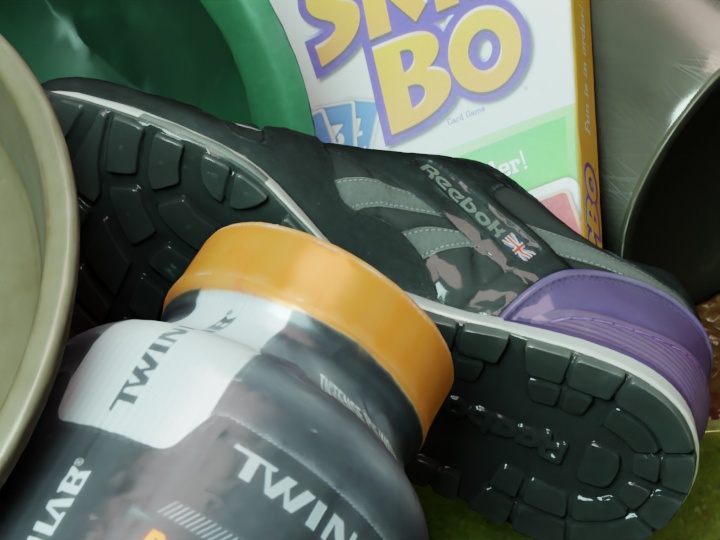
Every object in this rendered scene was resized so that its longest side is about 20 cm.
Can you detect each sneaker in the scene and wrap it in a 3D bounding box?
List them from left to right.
[{"bbox_3d":[0.000,0.000,0.794,0.200,0.076,0.088,28,34,-3],"label":"sneaker"}]

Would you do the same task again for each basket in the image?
[{"bbox_3d":[0.056,-0.090,0.959,0.180,0.136,0.200,-46,60,-7],"label":"basket"}]

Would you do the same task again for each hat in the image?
[{"bbox_3d":[-0.062,-0.093,0.928,0.200,0.166,0.176,26,38,16],"label":"hat"}]

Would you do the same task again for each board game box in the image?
[{"bbox_3d":[0.021,-0.048,0.875,0.095,0.030,0.201,-7,69,17],"label":"board game box"}]

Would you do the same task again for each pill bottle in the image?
[{"bbox_3d":[-0.053,0.085,0.685,0.106,0.106,0.200,21,62,19],"label":"pill bottle"}]

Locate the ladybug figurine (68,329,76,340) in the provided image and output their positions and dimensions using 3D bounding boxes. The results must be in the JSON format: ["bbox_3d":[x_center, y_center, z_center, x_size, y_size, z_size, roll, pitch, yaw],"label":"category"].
[{"bbox_3d":[-0.124,0.041,0.784,0.072,0.136,0.200,-13,12,42],"label":"ladybug figurine"}]

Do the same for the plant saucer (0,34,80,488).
[{"bbox_3d":[-0.152,0.018,0.690,0.200,0.029,0.200,-11,56,17],"label":"plant saucer"}]

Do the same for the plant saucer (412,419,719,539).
[{"bbox_3d":[0.086,0.121,0.755,0.199,0.048,0.200,-4,38,-13],"label":"plant saucer"}]
